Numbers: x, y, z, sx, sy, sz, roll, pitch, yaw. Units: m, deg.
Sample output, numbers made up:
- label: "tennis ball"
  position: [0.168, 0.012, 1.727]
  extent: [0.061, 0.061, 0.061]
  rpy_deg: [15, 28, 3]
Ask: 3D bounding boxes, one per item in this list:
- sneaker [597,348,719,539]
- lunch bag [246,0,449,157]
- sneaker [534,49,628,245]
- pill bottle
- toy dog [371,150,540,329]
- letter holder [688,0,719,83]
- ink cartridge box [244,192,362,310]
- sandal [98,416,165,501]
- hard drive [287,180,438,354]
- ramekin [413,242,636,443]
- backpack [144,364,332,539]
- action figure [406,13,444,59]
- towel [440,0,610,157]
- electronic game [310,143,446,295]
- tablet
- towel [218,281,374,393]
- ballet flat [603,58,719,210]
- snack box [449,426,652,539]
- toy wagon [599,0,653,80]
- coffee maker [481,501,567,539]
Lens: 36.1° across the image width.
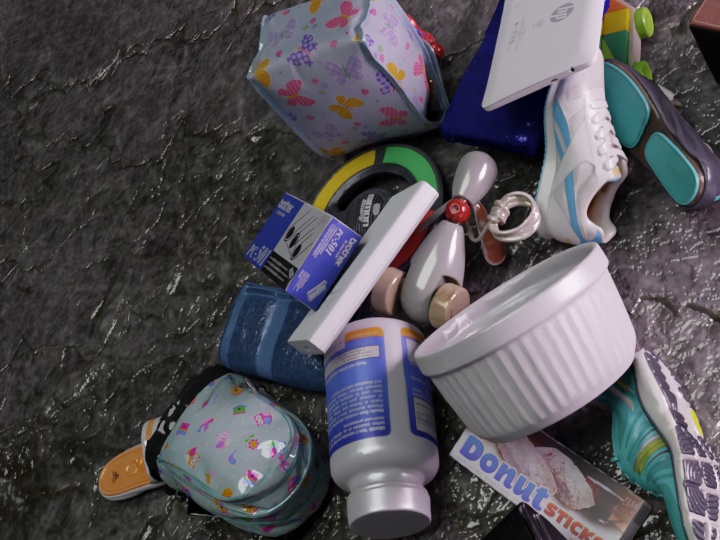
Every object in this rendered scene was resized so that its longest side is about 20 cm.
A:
- label: "sneaker"
  position: [0.265, 0.165, 0.971]
  extent: [0.080, 0.077, 0.202]
  rpy_deg: [-41, 39, 27]
- label: "lunch bag"
  position: [-0.007, -0.223, 1.293]
  extent: [0.168, 0.200, 0.129]
  rpy_deg: [-12, 51, 32]
- label: "sneaker"
  position: [0.230, -0.126, 1.113]
  extent: [0.080, 0.076, 0.203]
  rpy_deg: [13, 108, 37]
- label: "pill bottle"
  position: [0.021, 0.160, 1.119]
  extent: [0.111, 0.112, 0.202]
  rpy_deg: [-21, 55, 26]
- label: "toy dog"
  position: [0.100, -0.015, 1.170]
  extent: [0.200, 0.096, 0.132]
  rpy_deg: [-46, 60, -1]
- label: "letter holder"
  position: [0.439, -0.239, 1.035]
  extent: [0.199, 0.100, 0.143]
  rpy_deg: [27, 81, 43]
- label: "ink cartridge box"
  position: [-0.069, -0.025, 1.238]
  extent: [0.095, 0.044, 0.200]
  rpy_deg: [-56, 21, -1]
- label: "sandal"
  position: [-0.250, 0.221, 1.325]
  extent: [0.205, 0.059, 0.080]
  rpy_deg: [-29, 52, 21]
- label: "hard drive"
  position: [0.000, 0.000, 1.162]
  extent: [0.201, 0.026, 0.132]
  rpy_deg: [-54, 8, -11]
- label: "ramekin"
  position: [0.158, 0.070, 1.015]
  extent: [0.199, 0.200, 0.106]
  rpy_deg: [-32, 92, 19]
- label: "backpack"
  position: [-0.130, 0.203, 1.197]
  extent: [0.199, 0.127, 0.168]
  rpy_deg: [25, 75, 37]
- label: "action figure"
  position: [0.018, -0.301, 1.387]
  extent: [0.198, 0.099, 0.066]
  rpy_deg: [19, 69, 39]
- label: "towel"
  position: [0.181, -0.219, 1.203]
  extent: [0.147, 0.049, 0.202]
  rpy_deg: [17, 77, 49]
- label: "electronic game"
  position: [0.012, -0.060, 1.290]
  extent: [0.198, 0.042, 0.202]
  rpy_deg: [-19, 52, 27]
- label: "tablet"
  position: [0.191, -0.250, 1.130]
  extent: [0.129, 0.014, 0.202]
  rpy_deg: [-20, 38, 35]
- label: "towel"
  position: [-0.081, 0.077, 1.285]
  extent: [0.198, 0.048, 0.113]
  rpy_deg: [8, 72, 39]
- label: "ballet flat"
  position: [0.302, -0.137, 1.104]
  extent: [0.073, 0.073, 0.201]
  rpy_deg: [-38, 54, 13]
- label: "snack box"
  position: [0.174, 0.197, 1.042]
  extent: [0.199, 0.024, 0.072]
  rpy_deg: [32, 87, 43]
- label: "toy wagon"
  position: [0.245, -0.250, 1.226]
  extent: [0.153, 0.039, 0.203]
  rpy_deg: [-8, 62, 33]
- label: "coffee maker"
  position: [0.102, 0.304, 0.923]
  extent: [0.200, 0.192, 0.135]
  rpy_deg: [-44, 48, 8]
